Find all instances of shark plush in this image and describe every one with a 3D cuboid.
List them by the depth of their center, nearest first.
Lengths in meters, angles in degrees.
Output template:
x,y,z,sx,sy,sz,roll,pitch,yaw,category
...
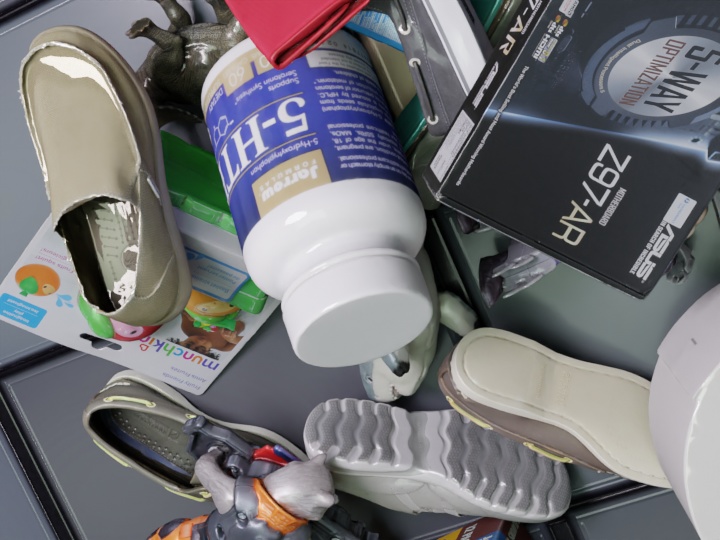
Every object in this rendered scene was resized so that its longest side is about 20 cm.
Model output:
x,y,z,sx,sy,sz,roll,pitch,yaw,category
0.000,0.000,0.995,0.083,0.091,0.200,-13,109,50,shark plush

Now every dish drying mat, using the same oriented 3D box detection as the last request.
x,y,z,sx,sy,sz,roll,pitch,yaw,category
-0.053,-0.191,0.887,0.077,0.200,0.018,-40,126,6,dish drying mat

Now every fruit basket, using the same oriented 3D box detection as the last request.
x,y,z,sx,sy,sz,roll,pitch,yaw,category
-0.144,0.007,0.993,0.185,0.094,0.200,25,121,-26,fruit basket

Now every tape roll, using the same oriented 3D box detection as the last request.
x,y,z,sx,sy,sz,roll,pitch,yaw,category
0.292,0.102,0.879,0.202,0.139,0.204,1,99,3,tape roll

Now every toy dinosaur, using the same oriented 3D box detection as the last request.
x,y,z,sx,sy,sz,roll,pitch,yaw,category
-0.098,-0.152,0.979,0.199,0.077,0.102,-19,128,11,toy dinosaur

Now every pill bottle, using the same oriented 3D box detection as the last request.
x,y,z,sx,sy,sz,roll,pitch,yaw,category
-0.025,-0.047,0.893,0.119,0.120,0.201,-31,59,22,pill bottle

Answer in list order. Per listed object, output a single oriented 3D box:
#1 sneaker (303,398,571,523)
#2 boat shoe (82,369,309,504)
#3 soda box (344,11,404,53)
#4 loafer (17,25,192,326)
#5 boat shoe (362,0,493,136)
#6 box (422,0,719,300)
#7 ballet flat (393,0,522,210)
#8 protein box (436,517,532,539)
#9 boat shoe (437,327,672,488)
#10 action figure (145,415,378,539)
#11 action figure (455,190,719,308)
x,y,z,sx,sy,sz,roll,pitch,yaw,category
0.057,0.145,1.030,0.199,0.075,0.082,14,147,4,sneaker
-0.120,0.146,1.072,0.201,0.060,0.072,27,111,7,boat shoe
0.052,-0.244,0.901,0.064,0.068,0.201,25,111,5,soda box
-0.162,-0.057,0.872,0.075,0.068,0.201,-20,95,17,loafer
0.026,-0.174,0.861,0.066,0.070,0.200,-23,109,17,boat shoe
0.155,-0.101,0.841,0.160,0.044,0.200,26,106,-19,box
0.077,-0.128,0.942,0.064,0.067,0.200,23,113,-22,ballet flat
0.067,0.321,1.032,0.200,0.135,0.199,-30,96,22,protein box
0.150,0.103,0.983,0.199,0.072,0.060,23,155,-7,boat shoe
-0.069,0.208,1.011,0.200,0.105,0.194,31,121,-15,action figure
0.168,-0.044,0.931,0.199,0.069,0.131,-21,95,17,action figure
